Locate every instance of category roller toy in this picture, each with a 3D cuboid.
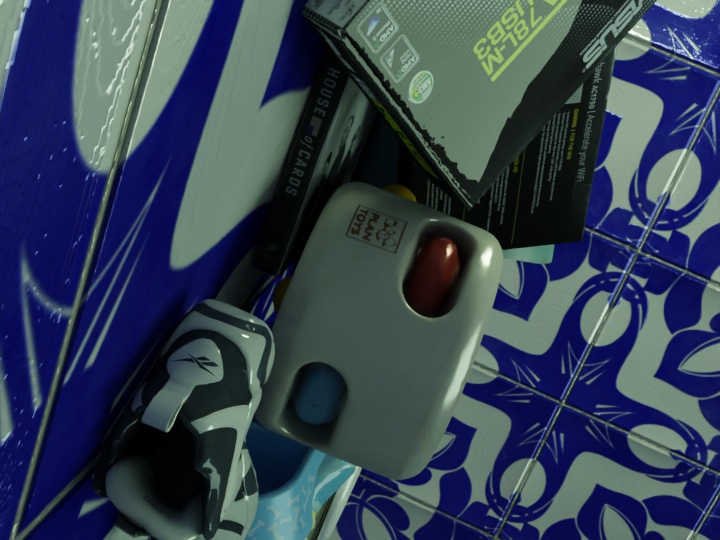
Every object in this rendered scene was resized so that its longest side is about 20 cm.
[{"bbox_3d":[0.007,0.036,0.765,0.182,0.140,0.200,-25,137,-89],"label":"roller toy"}]

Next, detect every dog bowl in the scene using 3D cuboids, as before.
[{"bbox_3d":[-0.074,0.137,0.836,0.200,0.111,0.050,-56,155,-59],"label":"dog bowl"}]

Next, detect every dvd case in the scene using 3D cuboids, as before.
[{"bbox_3d":[-0.015,-0.106,0.794,0.150,0.025,0.200,-49,161,-70],"label":"dvd case"}]

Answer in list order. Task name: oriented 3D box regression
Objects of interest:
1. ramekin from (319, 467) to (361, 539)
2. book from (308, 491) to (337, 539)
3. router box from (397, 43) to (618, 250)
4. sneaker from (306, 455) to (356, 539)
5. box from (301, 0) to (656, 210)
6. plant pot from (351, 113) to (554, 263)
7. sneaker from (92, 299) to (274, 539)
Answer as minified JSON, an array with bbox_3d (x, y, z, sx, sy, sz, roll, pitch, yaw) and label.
[{"bbox_3d":[-0.056,0.302,1.655,0.200,0.098,0.201,24,90,-84],"label":"ramekin"},{"bbox_3d":[-0.046,0.207,1.082,0.134,0.048,0.200,113,2,-71],"label":"book"},{"bbox_3d":[0.105,-0.102,0.840,0.051,0.149,0.200,-104,-169,-46],"label":"router box"},{"bbox_3d":[-0.058,0.234,0.885,0.200,0.131,0.080,-38,153,-8],"label":"sneaker"},{"bbox_3d":[0.084,-0.164,0.675,0.200,0.048,0.193,-48,139,-3],"label":"box"},{"bbox_3d":[0.098,-0.111,1.014,0.201,0.200,0.161,-33,137,-79],"label":"plant pot"},{"bbox_3d":[-0.107,0.128,0.628,0.130,0.079,0.199,-54,166,-58],"label":"sneaker"}]
